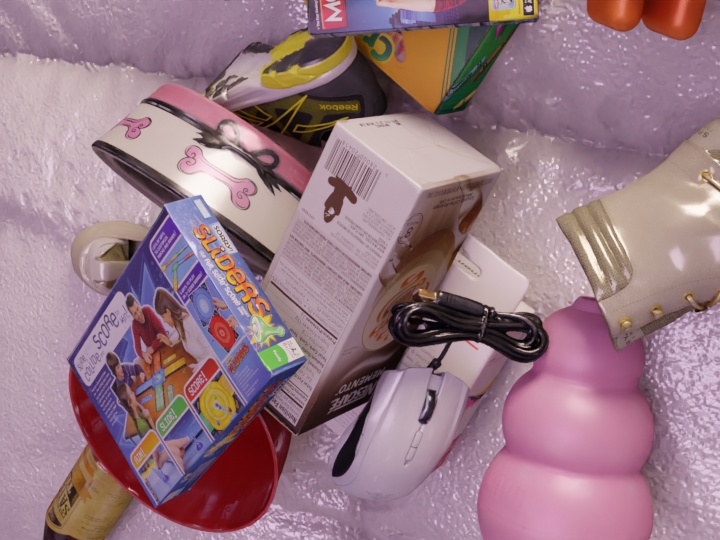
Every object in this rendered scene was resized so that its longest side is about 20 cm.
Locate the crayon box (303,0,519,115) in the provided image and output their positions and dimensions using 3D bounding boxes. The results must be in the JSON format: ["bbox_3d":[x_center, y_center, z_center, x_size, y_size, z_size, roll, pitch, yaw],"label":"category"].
[{"bbox_3d":[0.025,-0.223,0.857,0.200,0.058,0.119,43,118,16],"label":"crayon box"}]

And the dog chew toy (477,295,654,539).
[{"bbox_3d":[0.150,0.119,0.826,0.123,0.124,0.203,11,99,28],"label":"dog chew toy"}]

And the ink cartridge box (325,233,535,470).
[{"bbox_3d":[0.050,0.050,0.896,0.116,0.067,0.201,38,118,18],"label":"ink cartridge box"}]

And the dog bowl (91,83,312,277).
[{"bbox_3d":[-0.101,-0.064,0.896,0.199,0.200,0.074,32,82,21],"label":"dog bowl"}]

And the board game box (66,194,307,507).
[{"bbox_3d":[-0.128,0.062,0.824,0.136,0.034,0.200,56,135,13],"label":"board game box"}]

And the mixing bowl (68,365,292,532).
[{"bbox_3d":[-0.128,0.103,0.973,0.198,0.108,0.202,15,125,23],"label":"mixing bowl"}]

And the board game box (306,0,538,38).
[{"bbox_3d":[0.014,-0.253,0.772,0.197,0.062,0.203,-2,90,10],"label":"board game box"}]

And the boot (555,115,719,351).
[{"bbox_3d":[0.231,0.016,0.749,0.154,0.072,0.202,-30,78,5],"label":"boot"}]

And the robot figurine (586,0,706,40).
[{"bbox_3d":[0.189,-0.248,0.722,0.143,0.116,0.203,19,110,30],"label":"robot figurine"}]

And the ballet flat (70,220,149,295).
[{"bbox_3d":[-0.193,-0.004,1.027,0.198,0.069,0.071,5,103,30],"label":"ballet flat"}]

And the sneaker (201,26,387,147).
[{"bbox_3d":[-0.057,-0.126,0.903,0.085,0.075,0.199,50,154,-24],"label":"sneaker"}]

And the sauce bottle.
[{"bbox_3d":[-0.260,0.228,1.115,0.066,0.066,0.201,42,116,16],"label":"sauce bottle"}]

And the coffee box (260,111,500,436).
[{"bbox_3d":[0.000,0.000,0.808,0.079,0.114,0.202,38,119,22],"label":"coffee box"}]

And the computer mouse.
[{"bbox_3d":[0.042,0.102,0.826,0.044,0.108,0.201,-105,35,-51],"label":"computer mouse"}]
